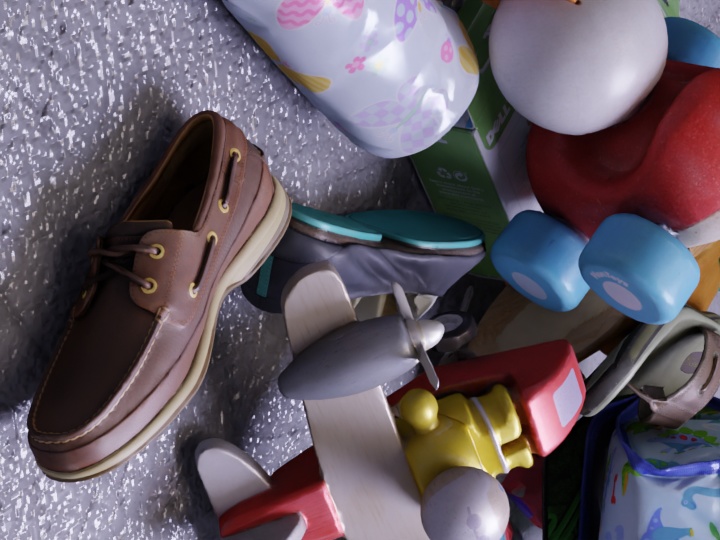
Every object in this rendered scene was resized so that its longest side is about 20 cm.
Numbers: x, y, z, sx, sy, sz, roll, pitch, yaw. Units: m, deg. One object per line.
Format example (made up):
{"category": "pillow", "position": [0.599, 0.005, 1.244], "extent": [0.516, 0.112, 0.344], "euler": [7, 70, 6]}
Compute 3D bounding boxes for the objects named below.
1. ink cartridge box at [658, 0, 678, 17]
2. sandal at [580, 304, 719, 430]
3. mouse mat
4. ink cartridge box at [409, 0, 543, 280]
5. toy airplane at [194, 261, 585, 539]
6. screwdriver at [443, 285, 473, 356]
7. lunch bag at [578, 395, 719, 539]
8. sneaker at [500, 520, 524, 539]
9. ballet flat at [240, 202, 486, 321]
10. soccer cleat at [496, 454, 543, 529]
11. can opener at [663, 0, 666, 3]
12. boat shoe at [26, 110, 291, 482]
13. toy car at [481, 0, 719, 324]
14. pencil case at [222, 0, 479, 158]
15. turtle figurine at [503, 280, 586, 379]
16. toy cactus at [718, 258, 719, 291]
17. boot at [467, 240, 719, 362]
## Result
{"category": "ink cartridge box", "position": [0.213, -0.255, 1.201], "extent": [0.104, 0.059, 0.200], "euler": [47, 40, -52]}
{"category": "sandal", "position": [0.193, 0.062, 1.124], "extent": [0.080, 0.057, 0.201], "euler": [-49, 156, 22]}
{"category": "mouse mat", "position": [0.168, 0.157, 1.243], "extent": [0.200, 0.008, 0.161], "euler": [-27, 120, -52]}
{"category": "ink cartridge box", "position": [0.079, -0.093, 1.113], "extent": [0.104, 0.059, 0.200], "euler": [-59, 144, -26]}
{"category": "toy airplane", "position": [0.017, 0.110, 0.961], "extent": [0.200, 0.141, 0.199], "euler": [20, 96, -33]}
{"category": "screwdriver", "position": [0.036, 0.101, 1.138], "extent": [0.029, 0.028, 0.200], "euler": [83, 27, -82]}
{"category": "lunch bag", "position": [0.201, 0.173, 1.181], "extent": [0.200, 0.127, 0.170], "euler": [-73, 166, -79]}
{"category": "sneaker", "position": [0.081, 0.210, 1.117], "extent": [0.096, 0.079, 0.200], "euler": [54, 21, -16]}
{"category": "ballet flat", "position": [0.000, 0.000, 1.016], "extent": [0.200, 0.073, 0.073], "euler": [1, 99, -58]}
{"category": "soccer cleat", "position": [0.102, 0.113, 1.215], "extent": [0.067, 0.076, 0.200], "euler": [-44, 138, -3]}
{"category": "can opener", "position": [0.158, -0.165, 1.209], "extent": [0.200, 0.053, 0.067], "euler": [-15, 77, -56]}
{"category": "boat shoe", "position": [-0.101, 0.007, 0.856], "extent": [0.200, 0.072, 0.068], "euler": [-61, 140, -36]}
{"category": "toy car", "position": [0.123, -0.105, 1.019], "extent": [0.200, 0.177, 0.184], "euler": [44, 74, -22]}
{"category": "pencil case", "position": [-0.011, -0.136, 0.930], "extent": [0.091, 0.083, 0.200], "euler": [-49, 143, -1]}
{"category": "turtle figurine", "position": [0.130, 0.024, 1.233], "extent": [0.200, 0.064, 0.161], "euler": [-47, 142, -15]}
{"category": "toy cactus", "position": [0.222, -0.016, 1.335], "extent": [0.200, 0.102, 0.165], "euler": [26, 74, -50]}
{"category": "boot", "position": [0.156, 0.036, 1.161], "extent": [0.201, 0.071, 0.144], "euler": [-41, 148, -13]}
